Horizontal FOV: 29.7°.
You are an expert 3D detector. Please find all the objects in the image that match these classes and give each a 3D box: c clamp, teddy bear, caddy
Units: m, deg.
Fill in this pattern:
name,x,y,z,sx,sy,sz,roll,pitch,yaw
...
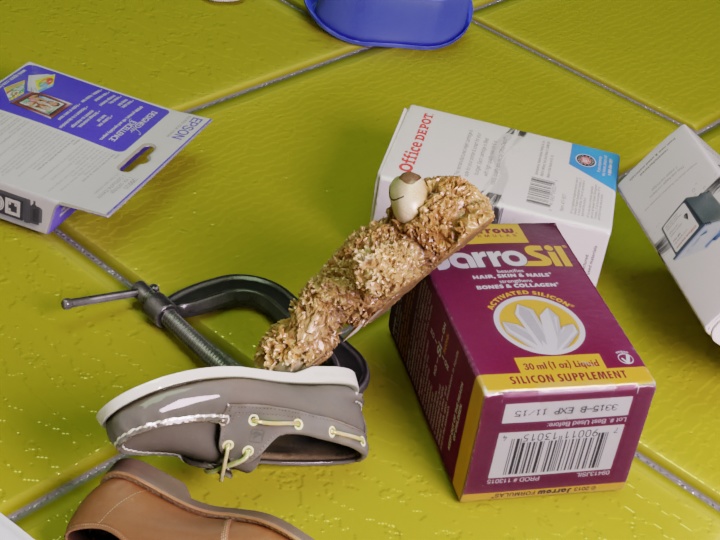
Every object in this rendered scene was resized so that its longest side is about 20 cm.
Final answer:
name,x,y,z,sx,sy,sz,roll,pitch,yaw
c clamp,-0.098,0.056,1.017,0.199,0.027,0.170,34,35,32
teddy bear,0.000,0.000,0.947,0.067,0.200,0.145,50,23,4
caddy,0.035,-0.319,1.524,0.198,0.105,0.142,3,57,-12

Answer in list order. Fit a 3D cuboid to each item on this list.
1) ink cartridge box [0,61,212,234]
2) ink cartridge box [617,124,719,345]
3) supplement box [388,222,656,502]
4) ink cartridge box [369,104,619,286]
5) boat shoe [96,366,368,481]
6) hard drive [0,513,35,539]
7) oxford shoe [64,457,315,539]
name,x,y,z,sx,sy,sz,roll,pitch,yaw
ink cartridge box,-0.259,-0.104,1.183,0.199,0.044,0.198,18,35,14
ink cartridge box,0.313,-0.006,1.108,0.146,0.086,0.201,32,22,-31
supplement box,0.111,0.061,0.992,0.130,0.104,0.201,-3,36,-16
ink cartridge box,0.117,-0.059,1.182,0.198,0.085,0.146,14,34,7
boat shoe,-0.075,0.102,0.882,0.201,0.072,0.061,1,61,-41
hard drive,-0.214,0.207,0.763,0.199,0.027,0.132,30,39,26
oxford shoe,-0.089,0.180,0.805,0.199,0.072,0.071,15,37,26
